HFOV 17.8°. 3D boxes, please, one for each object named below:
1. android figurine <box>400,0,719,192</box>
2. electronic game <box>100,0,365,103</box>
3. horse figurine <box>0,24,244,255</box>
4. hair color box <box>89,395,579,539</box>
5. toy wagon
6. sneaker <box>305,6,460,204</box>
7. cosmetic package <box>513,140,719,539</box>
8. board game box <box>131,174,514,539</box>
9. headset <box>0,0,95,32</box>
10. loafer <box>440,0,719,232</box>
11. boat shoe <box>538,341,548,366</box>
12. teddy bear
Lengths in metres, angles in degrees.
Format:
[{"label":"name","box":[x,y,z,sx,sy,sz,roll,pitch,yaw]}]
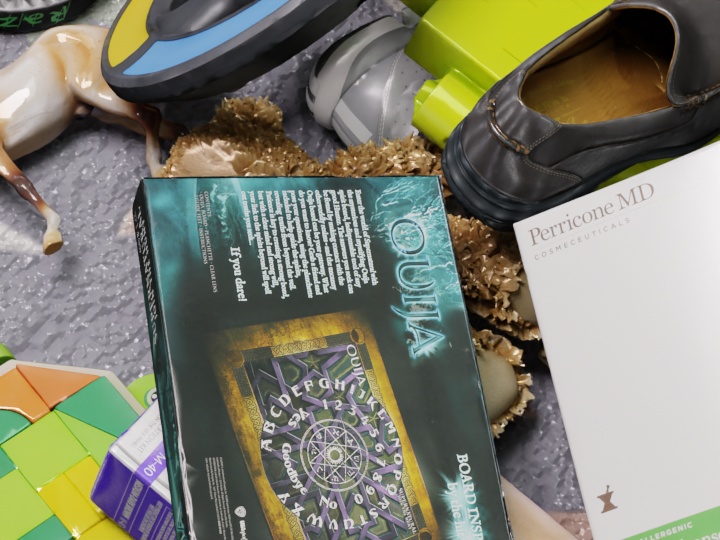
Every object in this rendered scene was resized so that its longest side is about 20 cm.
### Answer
[{"label":"android figurine","box":[0.104,-0.107,1.071,0.199,0.041,0.182,37,60,1]},{"label":"electronic game","box":[-0.038,-0.147,1.055,0.199,0.042,0.200,-31,24,16]},{"label":"horse figurine","box":[-0.148,-0.070,1.109,0.199,0.050,0.133,-27,65,-18]},{"label":"hair color box","box":[-0.002,0.112,0.964,0.200,0.065,0.109,40,60,4]},{"label":"toy wagon","box":[-0.135,0.098,1.006,0.199,0.040,0.155,-34,65,-22]},{"label":"sneaker","box":[0.082,-0.094,1.129,0.199,0.075,0.116,-32,69,-11]},{"label":"cosmetic package","box":[0.145,0.062,0.956,0.107,0.085,0.202,-23,68,21]},{"label":"board game box","box":[-0.015,0.053,0.937,0.134,0.028,0.201,-1,62,-17]},{"label":"headset","box":[-0.181,-0.215,1.203,0.122,0.094,0.202,2,72,-6]},{"label":"loafer","box":[0.126,-0.088,1.005,0.200,0.072,0.073,-36,78,-29]},{"label":"boat shoe","box":[0.164,0.077,1.025,0.076,0.072,0.200,-45,59,-13]},{"label":"teddy bear","box":[0.000,0.000,1.055,0.198,0.067,0.146,9,84,7]}]
